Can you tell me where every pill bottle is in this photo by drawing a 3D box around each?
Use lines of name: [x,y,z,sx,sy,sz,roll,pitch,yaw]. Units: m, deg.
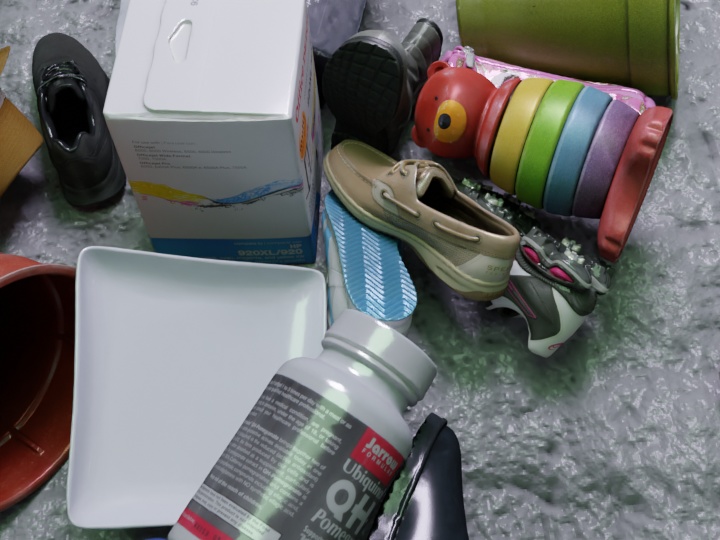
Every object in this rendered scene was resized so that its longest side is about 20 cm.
pill bottle: [-0.033,0.130,0.731,0.110,0.111,0.201,29,75,19]

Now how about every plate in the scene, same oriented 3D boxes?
plate: [-0.119,0.090,0.795,0.199,0.032,0.201,6,74,-27]

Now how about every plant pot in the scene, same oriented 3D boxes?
plant pot: [0.191,-0.254,0.973,0.192,0.201,0.201,0,57,18]
plant pot: [-0.326,0.053,0.807,0.194,0.201,0.201,24,62,26]

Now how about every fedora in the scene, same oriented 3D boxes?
fedora: [-0.337,-0.102,0.931,0.082,0.200,0.201,38,58,-25]

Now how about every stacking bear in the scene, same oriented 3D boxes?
stacking bear: [0.137,-0.107,0.860,0.199,0.122,0.114,21,27,15]

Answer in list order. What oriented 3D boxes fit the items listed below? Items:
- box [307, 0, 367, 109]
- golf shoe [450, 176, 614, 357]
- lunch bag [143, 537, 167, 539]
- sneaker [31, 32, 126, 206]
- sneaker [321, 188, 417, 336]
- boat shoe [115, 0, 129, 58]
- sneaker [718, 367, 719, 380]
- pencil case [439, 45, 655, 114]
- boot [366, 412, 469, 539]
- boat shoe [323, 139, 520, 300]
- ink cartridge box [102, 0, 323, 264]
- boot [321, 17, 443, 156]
box: [-0.089,-0.284,0.978,0.199,0.117,0.198,18,73,-11]
golf shoe: [0.115,-0.013,0.878,0.077,0.088,0.200,14,22,-36]
lunch bag: [-0.148,0.297,0.702,0.160,0.083,0.200,-28,60,-11]
sneaker: [-0.266,-0.158,0.984,0.076,0.091,0.201,-21,58,-7]
sneaker: [0.000,0.000,0.878,0.076,0.081,0.201,10,37,-9]
boat shoe: [-0.194,-0.218,1.032,0.069,0.071,0.201,-7,51,2]
sneaker: [0.357,0.115,0.787,0.079,0.079,0.200,-33,51,-21]
pencil case: [0.158,-0.137,0.946,0.199,0.087,0.083,16,71,10]
boot: [0.084,0.213,0.745,0.167,0.077,0.201,24,47,4]
boat shoe: [0.050,-0.058,0.852,0.071,0.065,0.200,-20,49,-42]
ink cartridge box: [-0.111,-0.119,0.885,0.144,0.200,0.148,0,58,4]
boot: [0.027,-0.173,0.914,0.067,0.200,0.131,30,68,9]
